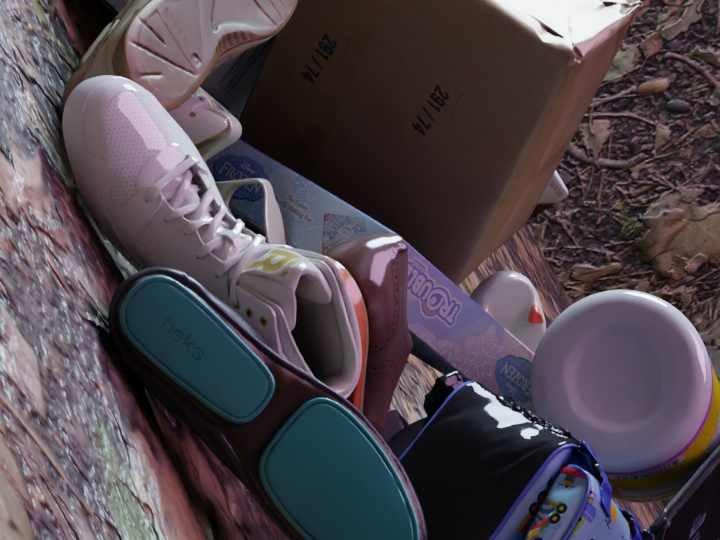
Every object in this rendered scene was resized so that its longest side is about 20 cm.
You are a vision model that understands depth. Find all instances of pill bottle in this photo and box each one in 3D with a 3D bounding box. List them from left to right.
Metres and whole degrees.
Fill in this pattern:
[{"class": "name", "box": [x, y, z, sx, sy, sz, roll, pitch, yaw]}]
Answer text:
[{"class": "pill bottle", "box": [0.164, 0.081, 1.539, 0.105, 0.104, 0.200, 65, 5, 16]}]

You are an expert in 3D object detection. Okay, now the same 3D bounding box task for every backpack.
[{"class": "backpack", "box": [0.070, 0.184, 1.337, 0.134, 0.183, 0.200, 26, -22, 38]}]

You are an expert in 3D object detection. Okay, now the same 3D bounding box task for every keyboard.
[{"class": "keyboard", "box": [0.180, 0.166, 1.484, 0.200, 0.020, 0.128, -28, 133, -65]}]

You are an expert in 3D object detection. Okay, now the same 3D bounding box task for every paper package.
[{"class": "paper package", "box": [0.043, -0.124, 1.599, 0.190, 0.201, 0.103, 35, 39, 12]}]

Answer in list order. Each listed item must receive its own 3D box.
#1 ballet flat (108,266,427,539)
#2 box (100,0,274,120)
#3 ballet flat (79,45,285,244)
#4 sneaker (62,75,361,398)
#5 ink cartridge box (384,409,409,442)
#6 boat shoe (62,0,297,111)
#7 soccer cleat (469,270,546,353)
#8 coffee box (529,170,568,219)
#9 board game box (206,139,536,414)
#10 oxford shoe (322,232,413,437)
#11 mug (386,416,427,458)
[{"class": "ballet flat", "box": [-0.045, 0.076, 1.270, 0.200, 0.073, 0.073, 44, 9, -1]}, {"class": "box", "box": [-0.078, -0.215, 1.613, 0.105, 0.184, 0.200, 40, 0, 17]}, {"class": "ballet flat", "box": [-0.089, -0.049, 1.471, 0.201, 0.070, 0.067, 64, 8, 6]}, {"class": "sneaker", "box": [-0.067, -0.017, 1.321, 0.115, 0.074, 0.201, -4, -58, 51]}, {"class": "ink cartridge box", "box": [0.057, 0.199, 1.737, 0.100, 0.039, 0.201, 52, 14, -58]}, {"class": "boat shoe", "box": [-0.101, -0.140, 1.444, 0.072, 0.064, 0.200, 60, 37, -11]}, {"class": "soccer cleat", "box": [0.078, 0.086, 1.694, 0.078, 0.069, 0.201, -127, -144, -57]}, {"class": "coffee box", "box": [0.028, -0.048, 1.759, 0.080, 0.199, 0.113, 63, 8, 25]}, {"class": "board game box", "box": [0.000, 0.000, 1.566, 0.199, 0.043, 0.200, 33, -5, 41]}, {"class": "oxford shoe", "box": [-0.001, 0.067, 1.422, 0.071, 0.072, 0.201, 38, -39, 31]}, {"class": "mug", "box": [0.071, 0.188, 1.555, 0.175, 0.147, 0.201, -123, -152, -63]}]
